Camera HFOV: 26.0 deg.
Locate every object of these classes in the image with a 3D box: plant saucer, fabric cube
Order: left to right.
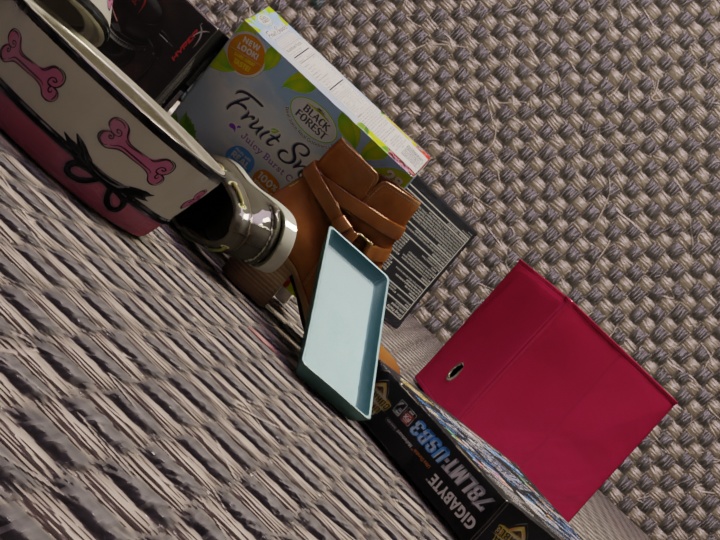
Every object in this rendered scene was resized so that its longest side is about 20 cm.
[{"bbox_3d":[-0.014,0.040,1.201,0.070,0.019,0.201,41,25,-18],"label":"plant saucer"},{"bbox_3d":[0.214,0.141,1.854,0.200,0.200,0.196,41,4,-18],"label":"fabric cube"}]

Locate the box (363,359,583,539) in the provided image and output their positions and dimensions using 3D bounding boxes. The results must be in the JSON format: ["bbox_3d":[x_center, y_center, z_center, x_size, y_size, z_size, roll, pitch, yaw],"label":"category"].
[{"bbox_3d":[0.101,0.175,1.181,0.200,0.050,0.198,40,3,-39],"label":"box"}]

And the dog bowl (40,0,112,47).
[{"bbox_3d":[-0.270,-0.246,1.174,0.198,0.074,0.200,20,-11,4],"label":"dog bowl"}]

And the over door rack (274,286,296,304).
[{"bbox_3d":[-0.101,-0.035,1.533,0.148,0.067,0.200,42,16,3],"label":"over door rack"}]

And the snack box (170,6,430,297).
[{"bbox_3d":[-0.066,-0.102,1.381,0.200,0.169,0.068,43,27,-2],"label":"snack box"}]

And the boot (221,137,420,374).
[{"bbox_3d":[0.000,0.000,1.322,0.200,0.155,0.074,41,3,-24],"label":"boot"}]

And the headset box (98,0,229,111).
[{"bbox_3d":[-0.235,-0.214,1.334,0.200,0.149,0.075,43,2,2],"label":"headset box"}]

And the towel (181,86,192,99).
[{"bbox_3d":[-0.094,-0.121,1.557,0.171,0.048,0.201,32,22,-40],"label":"towel"}]

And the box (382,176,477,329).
[{"bbox_3d":[0.036,-0.056,2.399,0.200,0.199,0.123,41,0,-39],"label":"box"}]

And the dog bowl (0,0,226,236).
[{"bbox_3d":[-0.189,-0.105,1.076,0.200,0.074,0.200,42,3,-2],"label":"dog bowl"}]

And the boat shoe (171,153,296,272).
[{"bbox_3d":[-0.127,-0.059,1.291,0.060,0.073,0.201,22,7,-39],"label":"boat shoe"}]

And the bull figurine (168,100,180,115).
[{"bbox_3d":[-0.193,-0.148,1.654,0.199,0.065,0.122,36,-35,15],"label":"bull figurine"}]
